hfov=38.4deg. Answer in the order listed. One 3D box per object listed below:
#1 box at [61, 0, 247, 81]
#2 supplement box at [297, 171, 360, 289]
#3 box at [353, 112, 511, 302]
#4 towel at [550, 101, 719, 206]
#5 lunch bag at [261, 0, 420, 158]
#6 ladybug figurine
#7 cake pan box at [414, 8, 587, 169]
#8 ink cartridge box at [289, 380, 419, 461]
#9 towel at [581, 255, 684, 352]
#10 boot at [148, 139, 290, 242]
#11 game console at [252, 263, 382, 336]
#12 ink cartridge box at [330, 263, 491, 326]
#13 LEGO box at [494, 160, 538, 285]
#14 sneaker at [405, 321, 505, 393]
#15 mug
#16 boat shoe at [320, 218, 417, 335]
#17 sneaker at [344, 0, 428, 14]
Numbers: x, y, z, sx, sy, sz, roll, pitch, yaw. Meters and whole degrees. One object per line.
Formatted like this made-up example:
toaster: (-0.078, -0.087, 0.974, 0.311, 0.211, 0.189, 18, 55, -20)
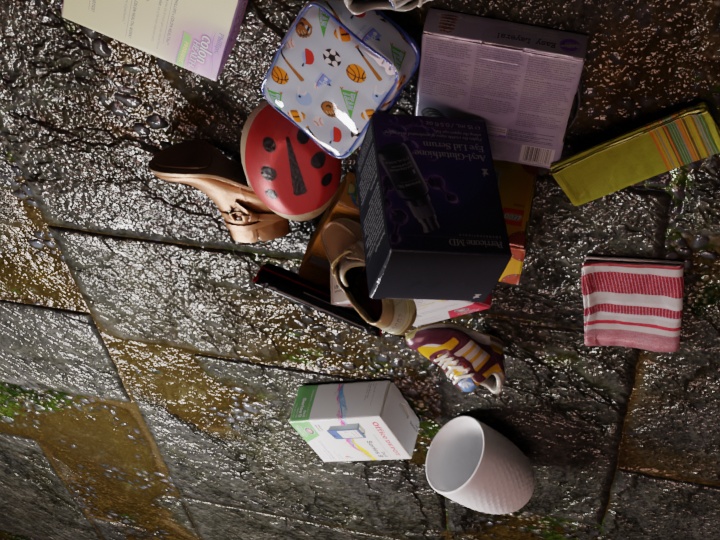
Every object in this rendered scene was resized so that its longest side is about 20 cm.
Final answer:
box: (-0.226, -0.344, 1.186, 0.198, 0.097, 0.176, 22, 143, -6)
supplement box: (-0.030, -0.054, 1.510, 0.068, 0.067, 0.200, 21, 144, -6)
box: (0.080, -0.073, 1.213, 0.146, 0.202, 0.105, 1, 147, -15)
towel: (0.338, -0.136, 1.260, 0.199, 0.018, 0.086, -21, 136, 25)
lunch bag: (-0.024, -0.233, 1.243, 0.160, 0.076, 0.200, 38, 143, -2)
ladybug figurine: (-0.090, -0.143, 1.383, 0.134, 0.072, 0.201, -17, 132, 1)
cake pan box: (0.165, -0.213, 1.240, 0.198, 0.053, 0.185, 11, 145, 8)
ink cartridge box: (-0.009, 0.281, 1.922, 0.198, 0.088, 0.146, -8, 136, 27)
towel: (0.398, 0.053, 1.516, 0.143, 0.023, 0.201, 3, 141, 17)
boot: (-0.199, -0.106, 1.496, 0.198, 0.074, 0.156, 4, 138, 12)
game console: (-0.063, 0.045, 1.527, 0.198, 0.031, 0.177, 23, -174, -5)
ink cartridge box: (0.074, 0.014, 1.481, 0.147, 0.087, 0.199, -15, 158, 37)
LEGO box: (0.123, -0.079, 1.347, 0.198, 0.150, 0.078, 11, 144, 8)
sneaker: (0.155, 0.141, 1.623, 0.199, 0.091, 0.075, 14, 153, -35)
mug: (0.217, 0.363, 1.911, 0.175, 0.149, 0.199, 32, 172, -31)
boat shoe: (0.000, 0.000, 1.366, 0.066, 0.200, 0.074, 11, 123, -49)
sneaker: (0.071, -0.316, 1.112, 0.198, 0.088, 0.075, -9, 135, 29)
